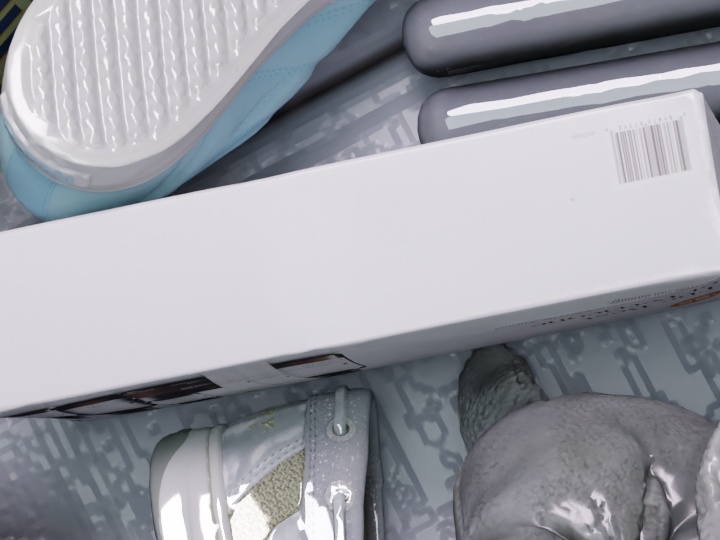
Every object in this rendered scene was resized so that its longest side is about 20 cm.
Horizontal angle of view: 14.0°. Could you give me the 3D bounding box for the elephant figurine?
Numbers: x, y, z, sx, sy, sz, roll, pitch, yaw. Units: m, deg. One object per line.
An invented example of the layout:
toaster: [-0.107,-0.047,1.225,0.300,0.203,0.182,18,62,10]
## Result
elephant figurine: [0.127,0.088,0.734,0.199,0.142,0.156,-11,96,11]

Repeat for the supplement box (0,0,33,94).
supplement box: [-0.191,-0.100,0.788,0.199,0.134,0.200,37,89,9]

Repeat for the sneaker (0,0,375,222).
sneaker: [-0.028,-0.086,0.805,0.200,0.082,0.074,-39,85,-24]

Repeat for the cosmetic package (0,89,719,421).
cosmetic package: [0.000,0.000,0.772,0.199,0.083,0.051,-11,86,11]

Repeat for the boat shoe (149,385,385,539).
boat shoe: [-0.001,0.132,0.771,0.064,0.074,0.203,-18,75,8]

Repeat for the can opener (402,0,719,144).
can opener: [0.109,-0.069,0.790,0.199,0.066,0.053,-10,83,10]
